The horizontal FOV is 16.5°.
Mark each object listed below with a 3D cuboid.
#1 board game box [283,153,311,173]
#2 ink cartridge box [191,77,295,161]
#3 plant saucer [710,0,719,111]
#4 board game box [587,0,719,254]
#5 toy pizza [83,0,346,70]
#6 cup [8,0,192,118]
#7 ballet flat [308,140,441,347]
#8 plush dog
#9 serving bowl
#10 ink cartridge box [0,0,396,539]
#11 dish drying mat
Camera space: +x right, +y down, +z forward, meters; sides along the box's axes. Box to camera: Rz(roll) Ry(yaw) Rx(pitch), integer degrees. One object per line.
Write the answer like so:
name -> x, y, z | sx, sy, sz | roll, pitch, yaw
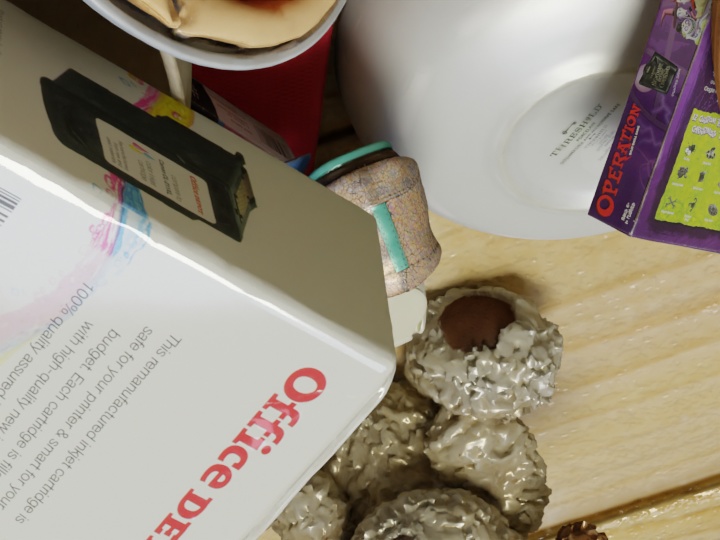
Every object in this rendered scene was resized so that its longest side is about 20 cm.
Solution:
board game box -> -0.097, 0.011, 0.927 | 0.158, 0.039, 0.200 | -51, 173, 20
ink cartridge box -> -0.122, 0.004, 1.008 | 0.095, 0.037, 0.200 | 32, 109, -37
plant saucer -> 0.197, -0.114, 0.942 | 0.200, 0.037, 0.201 | -24, 126, -36
board game box -> 0.178, -0.062, 0.996 | 0.199, 0.032, 0.121 | 9, 108, -47
toy pizza -> -0.055, -0.160, 0.763 | 0.032, 0.201, 0.200 | -19, 144, 35
cup -> -0.142, -0.101, 0.837 | 0.199, 0.144, 0.201 | 6, 130, 7
ballet flat -> 0.000, 0.000, 1.011 | 0.068, 0.068, 0.200 | -26, 175, -3
plush dog -> 0.029, 0.131, 1.167 | 0.199, 0.172, 0.161 | -22, 141, 11
serving bowl -> 0.092, -0.076, 1.015 | 0.199, 0.066, 0.201 | -8, 142, -6
ink cartridge box -> -0.110, 0.010, 0.759 | 0.199, 0.083, 0.146 | 30, 118, -24
dish drying mat -> -0.052, -0.076, 1.014 | 0.076, 0.018, 0.201 | -2, 141, -9
